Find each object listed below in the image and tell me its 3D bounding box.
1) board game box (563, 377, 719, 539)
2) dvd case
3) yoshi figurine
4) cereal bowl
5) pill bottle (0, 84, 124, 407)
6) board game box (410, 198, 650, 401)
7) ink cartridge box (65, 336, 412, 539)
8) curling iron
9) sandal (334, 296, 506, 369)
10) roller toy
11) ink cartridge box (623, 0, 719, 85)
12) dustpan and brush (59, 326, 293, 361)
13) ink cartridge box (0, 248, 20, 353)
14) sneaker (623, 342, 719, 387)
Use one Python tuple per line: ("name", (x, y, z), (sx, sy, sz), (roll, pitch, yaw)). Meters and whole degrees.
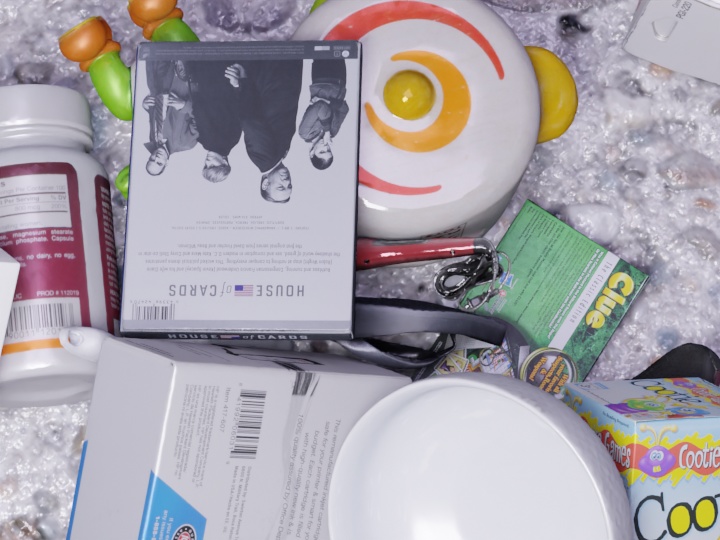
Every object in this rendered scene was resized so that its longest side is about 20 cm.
("board game box", (0.191, 0.179, 1.544), (0.103, 0.105, 0.200), (-1, 101, -21))
("dvd case", (-0.075, -0.053, 1.545), (0.150, 0.025, 0.200), (0, 73, 5))
("yoshi figurine", (-0.119, -0.092, 1.614), (0.112, 0.112, 0.200), (-35, 97, -49))
("cereal bowl", (0.084, 0.156, 1.498), (0.200, 0.083, 0.201), (6, 103, 29))
("pill bottle", (-0.221, -0.016, 1.608), (0.114, 0.114, 0.200), (-5, 75, -6))
("board game box", (0.106, 0.059, 1.661), (0.105, 0.023, 0.200), (33, 76, 7))
("ink cartridge box", (-0.075, 0.125, 1.530), (0.200, 0.084, 0.146), (7, 96, -42))
("curling iron", (0.000, 0.000, 1.584), (0.200, 0.026, 0.050), (2, 89, 12))
("sandal", (-0.001, 0.041, 1.600), (0.200, 0.076, 0.043), (4, 95, -20))
("roller toy", (0.030, -0.100, 1.636), (0.200, 0.140, 0.183), (29, 75, 3))
("ink cartridge box", (0.264, -0.251, 1.691), (0.085, 0.146, 0.200), (22, 75, 1))
("dustpan and brush", (-0.120, 0.059, 1.583), (0.057, 0.200, 0.140), (-8, 74, 29))
("ink cartridge box", (-0.281, 0.028, 1.534), (0.067, 0.200, 0.117), (4, 107, -34))
("sneaker", (0.157, 0.104, 1.602), (0.200, 0.076, 0.116), (-50, 121, -14))
